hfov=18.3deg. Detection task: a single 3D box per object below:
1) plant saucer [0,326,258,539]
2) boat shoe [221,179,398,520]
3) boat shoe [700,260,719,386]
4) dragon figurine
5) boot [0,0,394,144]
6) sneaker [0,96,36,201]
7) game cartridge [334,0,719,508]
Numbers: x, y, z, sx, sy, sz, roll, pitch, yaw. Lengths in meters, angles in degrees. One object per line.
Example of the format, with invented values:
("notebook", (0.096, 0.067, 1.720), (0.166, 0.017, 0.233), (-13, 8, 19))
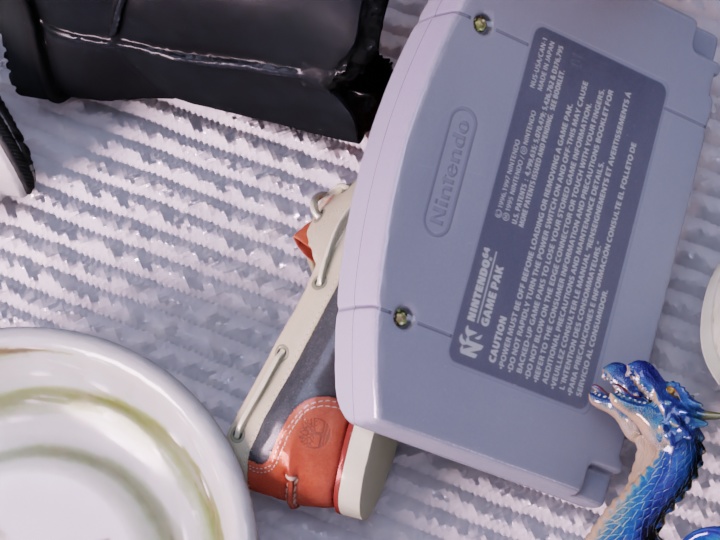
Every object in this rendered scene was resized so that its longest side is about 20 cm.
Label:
("plant saucer", (-0.134, 0.122, 0.873), (0.200, 0.050, 0.200), (-3, 69, 8))
("boat shoe", (0.000, 0.000, 0.900), (0.062, 0.071, 0.200), (13, 74, 15))
("boat shoe", (0.176, 0.045, 0.828), (0.072, 0.060, 0.202), (-35, 26, 18))
("dragon figurine", (0.127, 0.127, 0.812), (0.099, 0.059, 0.200), (-37, 76, 7))
("boot", (-0.068, -0.139, 0.900), (0.168, 0.200, 0.076), (6, 46, 12))
("sneaker", (-0.232, -0.096, 0.937), (0.115, 0.076, 0.201), (-29, 93, 0))
("game cartridge", (0.062, -0.022, 0.866), (0.133, 0.042, 0.200), (21, 77, -22))
